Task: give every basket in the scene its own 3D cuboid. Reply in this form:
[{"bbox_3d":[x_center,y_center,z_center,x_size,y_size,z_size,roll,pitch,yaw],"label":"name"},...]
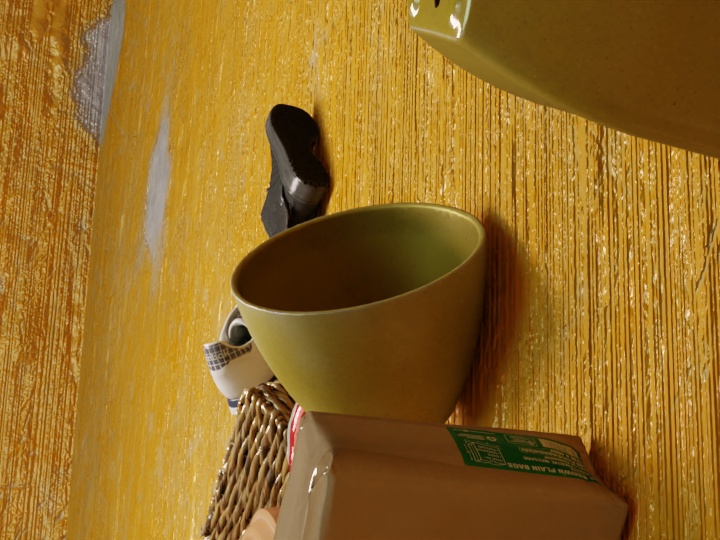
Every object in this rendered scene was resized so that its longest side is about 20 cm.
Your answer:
[{"bbox_3d":[-0.034,0.198,1.786,0.143,0.148,0.201,42,130,32],"label":"basket"}]

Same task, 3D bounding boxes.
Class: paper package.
[{"bbox_3d":[0.045,0.195,1.234,0.104,0.199,0.192,-117,38,-66],"label":"paper package"}]

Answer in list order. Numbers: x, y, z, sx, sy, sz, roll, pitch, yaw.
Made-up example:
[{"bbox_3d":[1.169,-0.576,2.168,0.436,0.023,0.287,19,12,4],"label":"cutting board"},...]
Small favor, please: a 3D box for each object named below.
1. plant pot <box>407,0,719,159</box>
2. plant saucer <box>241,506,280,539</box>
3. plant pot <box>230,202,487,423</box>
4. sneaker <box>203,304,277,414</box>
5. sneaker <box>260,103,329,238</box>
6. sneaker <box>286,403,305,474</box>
[{"bbox_3d":[0.139,-0.173,1.083,0.195,0.199,0.196,-140,59,-73],"label":"plant pot"},{"bbox_3d":[-0.074,0.298,1.616,0.200,0.032,0.202,176,90,-74],"label":"plant saucer"},{"bbox_3d":[0.012,0.052,1.511,0.200,0.199,0.143,-121,16,-67],"label":"plant pot"},{"bbox_3d":[-0.077,0.051,1.846,0.076,0.081,0.200,-20,20,36],"label":"sneaker"},{"bbox_3d":[-0.079,-0.087,2.097,0.200,0.060,0.105,-108,34,-51],"label":"sneaker"},{"bbox_3d":[-0.025,0.199,1.627,0.085,0.076,0.202,-8,-85,-87],"label":"sneaker"}]
